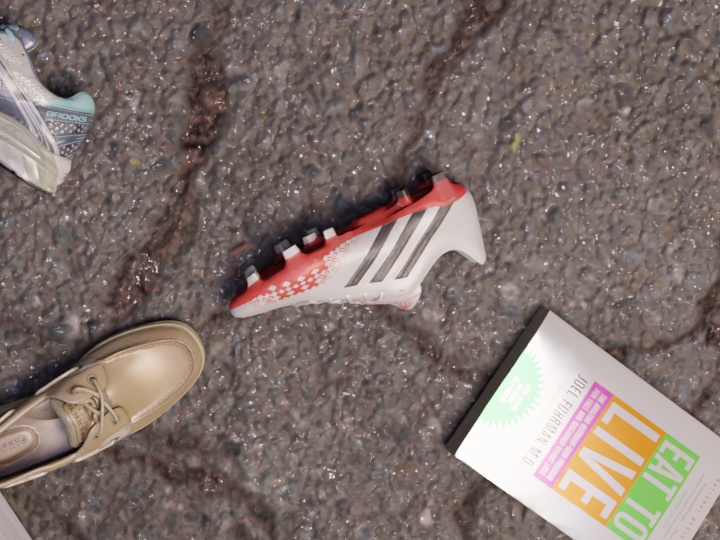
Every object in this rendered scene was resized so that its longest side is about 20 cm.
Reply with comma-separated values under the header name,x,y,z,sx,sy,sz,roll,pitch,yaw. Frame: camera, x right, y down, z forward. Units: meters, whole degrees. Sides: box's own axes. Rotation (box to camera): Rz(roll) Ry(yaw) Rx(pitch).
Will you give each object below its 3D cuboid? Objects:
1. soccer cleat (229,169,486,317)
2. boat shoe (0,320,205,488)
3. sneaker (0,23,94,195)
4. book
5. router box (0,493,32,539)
name,x,y,z,sx,sy,sz,roll,pitch,yaw
soccer cleat,0.000,0.000,1.152,0.198,0.069,0.086,-27,99,-7
boat shoe,-0.203,0.104,1.142,0.198,0.065,0.073,-26,103,-2
sneaker,-0.274,-0.144,1.090,0.199,0.077,0.087,39,82,-20
book,0.183,0.140,1.220,0.199,0.048,0.134,35,90,-11
router box,-0.344,0.180,1.112,0.178,0.049,0.201,-26,104,22
